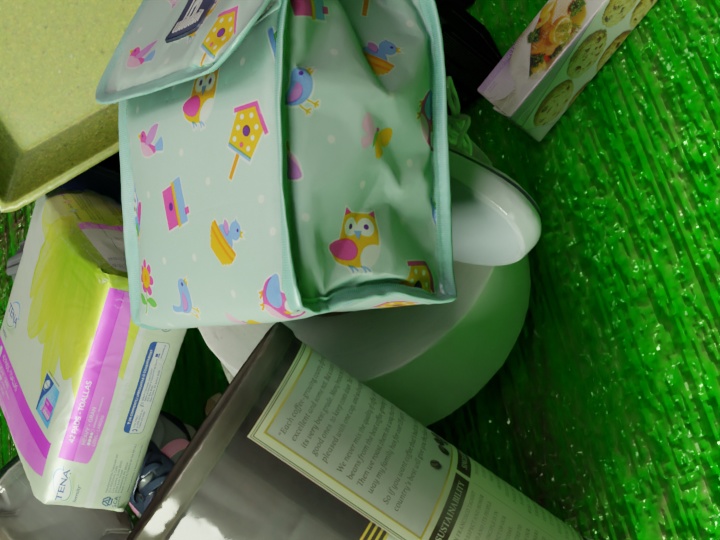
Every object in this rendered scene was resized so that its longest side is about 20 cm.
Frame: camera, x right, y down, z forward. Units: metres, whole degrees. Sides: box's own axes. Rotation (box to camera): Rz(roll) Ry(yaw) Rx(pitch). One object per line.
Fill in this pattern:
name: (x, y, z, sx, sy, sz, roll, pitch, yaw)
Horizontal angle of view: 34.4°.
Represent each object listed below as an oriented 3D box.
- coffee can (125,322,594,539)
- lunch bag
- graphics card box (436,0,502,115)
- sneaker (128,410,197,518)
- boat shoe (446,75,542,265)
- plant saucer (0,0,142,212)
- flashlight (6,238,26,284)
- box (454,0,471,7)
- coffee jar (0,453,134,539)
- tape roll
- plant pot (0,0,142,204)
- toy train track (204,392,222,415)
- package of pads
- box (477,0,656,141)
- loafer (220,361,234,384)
coffee can: (-0.001, 0.141, 0.578, 0.147, 0.200, 0.146, -55, 3, 5)
lunch bag: (-0.046, -0.075, 0.577, 0.170, 0.122, 0.201, -5, 90, 53)
graphics card box: (-0.015, -0.111, 0.775, 0.200, 0.125, 0.051, -36, 54, 24)
sneaker: (-0.130, 0.149, 0.767, 0.070, 0.082, 0.200, -56, 33, 1)
boat shoe: (0.033, -0.069, 0.661, 0.202, 0.075, 0.086, 22, 57, 41)
plant saucer: (-0.201, -0.173, 0.762, 0.199, 0.200, 0.048, -29, 18, 1)
flashlight: (-0.195, -0.018, 0.927, 0.199, 0.068, 0.068, -16, 61, 35)
box: (0.081, -0.309, 0.812, 0.200, 0.079, 0.141, -50, 46, 12)
coffee jar: (-0.240, 0.199, 0.815, 0.200, 0.104, 0.085, -36, 9, 49)
tape roll: (0.000, 0.000, 0.710, 0.202, 0.071, 0.203, -12, 52, 16)
plant pot: (-0.221, -0.156, 0.886, 0.200, 0.199, 0.180, -139, 70, -74)
toy train track: (-0.065, 0.130, 0.740, 0.032, 0.115, 0.200, -36, 28, -12)
package of pads: (-0.181, 0.039, 0.756, 0.200, 0.068, 0.155, 36, 110, 58)
box: (0.154, -0.172, 0.717, 0.200, 0.041, 0.039, -50, 49, 11)
loafer: (-0.026, 0.095, 0.747, 0.070, 0.070, 0.200, -37, 47, -11)
